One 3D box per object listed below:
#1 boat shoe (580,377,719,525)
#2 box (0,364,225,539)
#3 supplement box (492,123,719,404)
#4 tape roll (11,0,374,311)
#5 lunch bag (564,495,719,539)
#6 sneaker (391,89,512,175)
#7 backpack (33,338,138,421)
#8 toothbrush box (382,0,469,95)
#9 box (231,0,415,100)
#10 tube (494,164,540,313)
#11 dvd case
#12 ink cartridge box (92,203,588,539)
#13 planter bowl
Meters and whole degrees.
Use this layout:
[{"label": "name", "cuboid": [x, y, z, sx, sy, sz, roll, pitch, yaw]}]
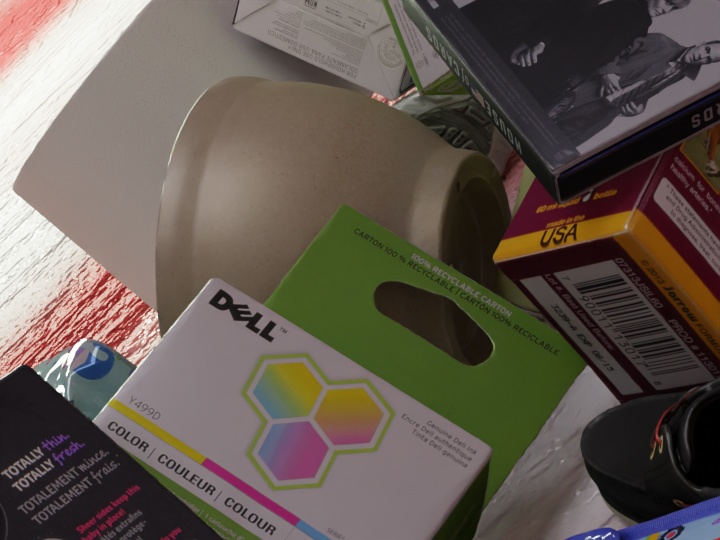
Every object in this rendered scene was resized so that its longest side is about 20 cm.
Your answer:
[{"label": "boat shoe", "cuboid": [0.152, 0.069, 0.912, 0.074, 0.063, 0.201, -55, 24, -18]}, {"label": "box", "cuboid": [-0.110, 0.156, 0.873, 0.122, 0.200, 0.106, -35, -20, -46]}, {"label": "supplement box", "cuboid": [0.157, -0.048, 1.029, 0.085, 0.110, 0.201, -13, 38, 48]}, {"label": "tape roll", "cuboid": [-0.101, -0.083, 1.407, 0.203, 0.139, 0.203, -50, 3, 3]}, {"label": "lunch bag", "cuboid": [0.082, 0.166, 0.804, 0.199, 0.094, 0.151, -14, 37, 43]}, {"label": "sneaker", "cuboid": [0.007, -0.048, 1.327, 0.200, 0.078, 0.099, -44, 20, 0]}, {"label": "backpack", "cuboid": [-0.120, 0.136, 1.071, 0.151, 0.200, 0.177, -47, 7, -19]}, {"label": "toothbrush box", "cuboid": [0.091, -0.175, 1.189, 0.086, 0.147, 0.199, -29, -13, 36]}, {"label": "box", "cuboid": [0.022, -0.176, 1.369, 0.200, 0.116, 0.061, -40, -30, -57]}, {"label": "tube", "cuboid": [0.111, -0.079, 1.105, 0.058, 0.051, 0.202, -116, 38, -74]}, {"label": "dvd case", "cuboid": [0.135, -0.124, 0.994, 0.199, 0.025, 0.151, -27, 48, -9]}, {"label": "ink cartridge box", "cuboid": [-0.006, 0.056, 0.974, 0.200, 0.147, 0.076, -52, -17, -26]}, {"label": "planter bowl", "cuboid": [0.000, 0.000, 1.142, 0.134, 0.201, 0.201, -1, 42, 22]}]
